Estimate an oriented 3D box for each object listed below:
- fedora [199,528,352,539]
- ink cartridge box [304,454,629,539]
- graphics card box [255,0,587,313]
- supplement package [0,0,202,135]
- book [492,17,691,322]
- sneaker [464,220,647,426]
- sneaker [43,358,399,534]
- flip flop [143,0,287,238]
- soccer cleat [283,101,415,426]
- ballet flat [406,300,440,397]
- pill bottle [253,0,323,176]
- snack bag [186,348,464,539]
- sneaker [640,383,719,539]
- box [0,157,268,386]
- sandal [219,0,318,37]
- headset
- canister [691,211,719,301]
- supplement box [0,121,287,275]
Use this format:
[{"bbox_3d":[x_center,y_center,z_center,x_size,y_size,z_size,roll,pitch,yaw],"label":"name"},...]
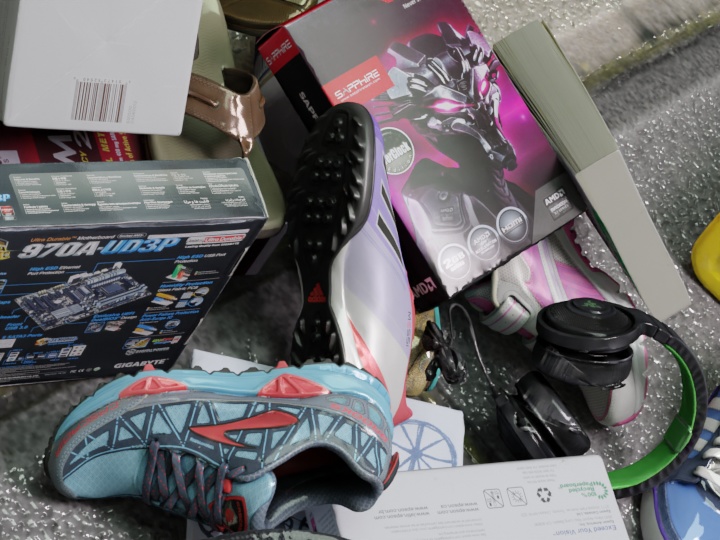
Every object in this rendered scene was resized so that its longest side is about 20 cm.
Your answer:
[{"bbox_3d":[-0.052,0.210,1.158,0.200,0.201,0.092,25,10,-11],"label":"fedora"},{"bbox_3d":[0.082,0.209,1.265,0.196,0.043,0.201,-1,61,-29],"label":"ink cartridge box"},{"bbox_3d":[0.039,-0.089,1.363,0.125,0.051,0.200,-31,92,-28],"label":"graphics card box"},{"bbox_3d":[-0.183,-0.166,1.317,0.113,0.110,0.200,2,21,-26],"label":"supplement package"},{"bbox_3d":[0.156,-0.069,1.462,0.134,0.048,0.200,59,4,-31],"label":"book"},{"bbox_3d":[0.116,0.019,1.440,0.088,0.081,0.200,-27,83,-18],"label":"sneaker"},{"bbox_3d":[-0.077,0.105,1.210,0.199,0.079,0.096,-8,45,-4],"label":"sneaker"},{"bbox_3d":[-0.092,-0.109,1.340,0.081,0.058,0.201,2,59,-30],"label":"flip flop"},{"bbox_3d":[0.000,0.000,1.310,0.073,0.068,0.201,1,90,-42],"label":"soccer cleat"},{"bbox_3d":[0.019,-0.008,1.413,0.070,0.071,0.201,17,49,-19],"label":"ballet flat"},{"bbox_3d":[-0.016,-0.166,1.483,0.111,0.111,0.201,17,49,-19],"label":"pill bottle"},{"bbox_3d":[-0.017,0.151,1.293,0.188,0.021,0.201,14,52,-21],"label":"snack bag"},{"bbox_3d":[0.264,0.101,1.413,0.080,0.147,0.200,37,45,0],"label":"sneaker"},{"bbox_3d":[-0.171,0.004,1.219,0.199,0.159,0.046,-4,56,-32],"label":"box"},{"bbox_3d":[-0.102,-0.193,1.458,0.200,0.054,0.080,27,70,35],"label":"sandal"},{"bbox_3d":[0.128,0.076,1.358,0.199,0.124,0.094,23,14,-18],"label":"headset"},{"bbox_3d":[0.339,-0.065,1.594,0.087,0.149,0.200,43,47,6],"label":"canister"},{"bbox_3d":[-0.154,-0.054,1.345,0.199,0.061,0.109,-2,57,-32],"label":"supplement box"}]
